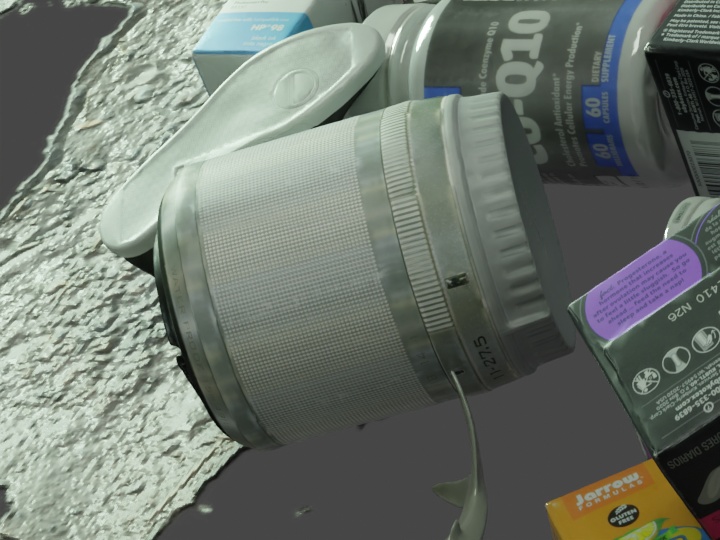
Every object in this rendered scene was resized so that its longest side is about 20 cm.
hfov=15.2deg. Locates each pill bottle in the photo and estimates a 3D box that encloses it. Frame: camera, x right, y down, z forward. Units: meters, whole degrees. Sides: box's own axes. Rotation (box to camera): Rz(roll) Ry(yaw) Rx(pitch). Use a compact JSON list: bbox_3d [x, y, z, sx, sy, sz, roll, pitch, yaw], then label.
[{"bbox_3d":[0.099,-0.107,1.570,0.199,0.114,0.114,3,42,33],"label":"pill bottle"}]

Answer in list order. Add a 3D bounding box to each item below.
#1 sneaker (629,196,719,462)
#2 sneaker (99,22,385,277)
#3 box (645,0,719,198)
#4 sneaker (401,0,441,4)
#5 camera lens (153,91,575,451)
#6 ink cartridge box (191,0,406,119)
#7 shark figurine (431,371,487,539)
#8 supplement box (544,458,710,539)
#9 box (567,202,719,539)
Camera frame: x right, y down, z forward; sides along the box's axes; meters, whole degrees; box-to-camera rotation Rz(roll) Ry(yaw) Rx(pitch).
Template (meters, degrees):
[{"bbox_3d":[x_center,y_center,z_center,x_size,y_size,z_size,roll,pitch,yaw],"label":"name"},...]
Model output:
[{"bbox_3d":[0.190,0.025,1.376,0.099,0.075,0.200,-5,39,26],"label":"sneaker"},{"bbox_3d":[-0.051,-0.058,1.588,0.200,0.099,0.071,-41,44,4],"label":"sneaker"},{"bbox_3d":[0.260,-0.133,1.493,0.106,0.122,0.200,8,45,38],"label":"box"},{"bbox_3d":[0.126,-0.165,1.679,0.199,0.075,0.116,3,36,17],"label":"sneaker"},{"bbox_3d":[0.000,0.000,1.443,0.199,0.160,0.160,-16,35,10],"label":"camera lens"},{"bbox_3d":[-0.018,-0.152,1.692,0.067,0.116,0.200,1,42,31],"label":"ink cartridge box"},{"bbox_3d":[0.004,0.149,1.312,0.214,0.090,0.128,-38,39,-18],"label":"shark figurine"},{"bbox_3d":[0.147,0.171,1.217,0.066,0.069,0.200,-23,33,-4],"label":"supplement box"},{"bbox_3d":[0.196,0.071,1.181,0.122,0.200,0.106,-34,42,7],"label":"box"}]
